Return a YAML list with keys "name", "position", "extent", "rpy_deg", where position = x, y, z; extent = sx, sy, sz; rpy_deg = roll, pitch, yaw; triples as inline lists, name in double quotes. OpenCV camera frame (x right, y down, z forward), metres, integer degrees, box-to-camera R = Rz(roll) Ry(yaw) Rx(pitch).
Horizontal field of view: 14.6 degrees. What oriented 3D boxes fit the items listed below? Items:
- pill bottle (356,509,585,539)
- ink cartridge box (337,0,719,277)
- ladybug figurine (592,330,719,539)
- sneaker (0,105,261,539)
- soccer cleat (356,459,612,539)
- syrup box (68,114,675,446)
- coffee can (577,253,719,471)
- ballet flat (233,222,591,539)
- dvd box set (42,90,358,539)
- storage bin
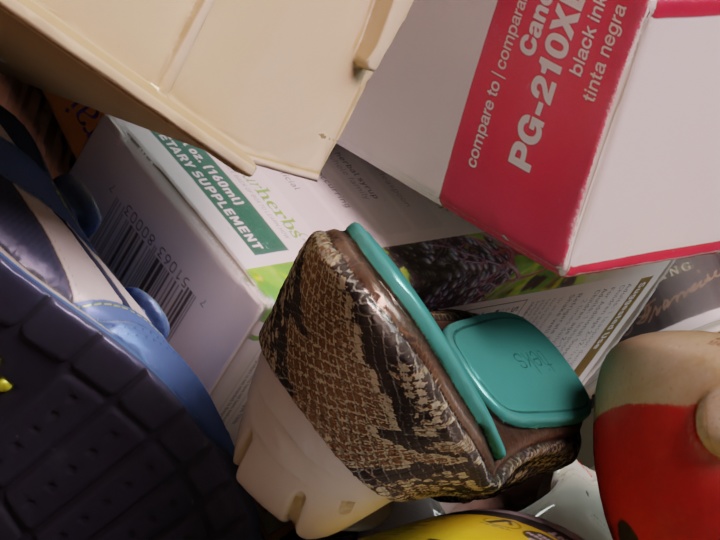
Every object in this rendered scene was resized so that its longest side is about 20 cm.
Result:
- name: "pill bottle"
  position: [0.002, 0.126, 0.712]
  extent: [0.112, 0.111, 0.200]
  rpy_deg: [60, 21, 9]
- name: "ink cartridge box"
  position: [0.039, -0.084, 0.819]
  extent: [0.199, 0.085, 0.144]
  rpy_deg: [32, 26, 34]
- name: "ladybug figurine"
  position: [0.127, 0.074, 0.793]
  extent: [0.135, 0.072, 0.200]
  rpy_deg: [19, -9, 33]
- name: "sneaker"
  position: [-0.093, 0.007, 0.725]
  extent: [0.200, 0.074, 0.082]
  rpy_deg: [52, 19, -17]
- name: "soccer cleat"
  position: [0.069, 0.088, 0.912]
  extent: [0.199, 0.069, 0.078]
  rpy_deg: [-6, 99, -52]
- name: "syrup box"
  position: [0.000, 0.000, 0.833]
  extent: [0.199, 0.082, 0.079]
  rpy_deg: [-10, 51, -48]
- name: "coffee can"
  position: [0.093, -0.027, 1.006]
  extent: [0.146, 0.146, 0.201]
  rpy_deg: [27, 36, -53]
- name: "ballet flat"
  position: [0.008, 0.039, 0.725]
  extent: [0.068, 0.075, 0.200]
  rpy_deg: [54, 8, 15]
- name: "dvd box set"
  position: [-0.032, -0.006, 0.939]
  extent: [0.146, 0.029, 0.201]
  rpy_deg: [5, 55, -63]
- name: "storage bin"
  position: [-0.110, -0.117, 0.692]
  extent: [0.199, 0.094, 0.198]
  rpy_deg: [22, -8, 44]
